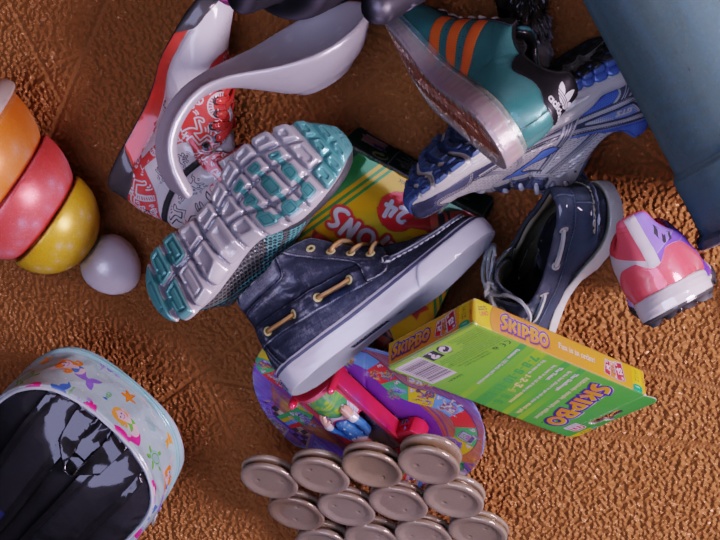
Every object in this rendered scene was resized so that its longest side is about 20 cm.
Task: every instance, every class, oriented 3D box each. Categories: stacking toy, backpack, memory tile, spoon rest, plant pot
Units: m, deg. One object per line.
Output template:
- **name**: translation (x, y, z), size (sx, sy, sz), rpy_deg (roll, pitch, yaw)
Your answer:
- **stacking toy**: translation (-0.265, -0.044, 1.272), size (0.199, 0.147, 0.146), rpy_deg (40, 116, -19)
- **backpack**: translation (-0.246, 0.165, 1.308), size (0.177, 0.151, 0.200), rpy_deg (40, 122, -3)
- **memory tile**: translation (0.011, 0.187, 1.263), size (0.198, 0.017, 0.154), rpy_deg (-9, 136, 29)
- **spoon rest**: translation (-0.074, -0.139, 1.146), size (0.200, 0.099, 0.061), rpy_deg (-42, 119, -13)
- **plant pot**: translation (0.257, -0.151, 1.037), size (0.199, 0.200, 0.197), rpy_deg (-34, 88, 24)

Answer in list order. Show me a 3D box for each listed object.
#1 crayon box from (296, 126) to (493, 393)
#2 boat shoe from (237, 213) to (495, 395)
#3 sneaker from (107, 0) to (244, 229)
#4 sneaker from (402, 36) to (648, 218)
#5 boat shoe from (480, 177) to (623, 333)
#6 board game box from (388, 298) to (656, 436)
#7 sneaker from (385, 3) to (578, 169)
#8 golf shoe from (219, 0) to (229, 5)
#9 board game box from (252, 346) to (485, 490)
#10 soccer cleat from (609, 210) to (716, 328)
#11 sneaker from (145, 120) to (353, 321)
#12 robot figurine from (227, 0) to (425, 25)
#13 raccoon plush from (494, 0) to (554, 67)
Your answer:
- **crayon box**: translation (0.007, 0.006, 1.233), size (0.126, 0.051, 0.202), rpy_deg (27, 114, 5)
- **boat shoe**: translation (0.000, 0.000, 1.164), size (0.199, 0.071, 0.091), rpy_deg (-37, 77, 9)
- **sneaker**: translation (-0.114, -0.119, 1.218), size (0.107, 0.067, 0.203), rpy_deg (31, 118, 3)
- **sneaker**: translation (0.125, -0.084, 1.139), size (0.199, 0.077, 0.086), rpy_deg (-30, 112, 8)
- **boat shoe**: translation (0.125, 0.008, 1.157), size (0.061, 0.076, 0.201), rpy_deg (2, 146, -25)
- **board game box**: translation (0.125, 0.078, 1.170), size (0.199, 0.030, 0.095), rpy_deg (25, 142, -32)
- **sneaker**: translation (0.084, -0.148, 1.109), size (0.079, 0.200, 0.072), rpy_deg (-34, 133, -4)
- **golf shoe**: translation (-0.090, -0.298, 1.153), size (0.091, 0.075, 0.203), rpy_deg (-14, 89, -23)
- **board game box**: translation (0.000, 0.125, 1.243), size (0.197, 0.039, 0.159), rpy_deg (14, 140, 12)
- **soccer cleat**: translation (0.208, -0.007, 1.095), size (0.068, 0.200, 0.074), rpy_deg (-28, 87, 10)
- **sneaker**: translation (-0.076, -0.039, 1.193), size (0.199, 0.091, 0.078), rpy_deg (-40, 71, 20)
- **robot figurine**: translation (-0.020, -0.250, 1.071), size (0.124, 0.199, 0.152), rpy_deg (10, 123, 47)
- **raccoon plush**: translation (0.119, -0.233, 1.064), size (0.096, 0.134, 0.203), rpy_deg (-10, 101, 17)
